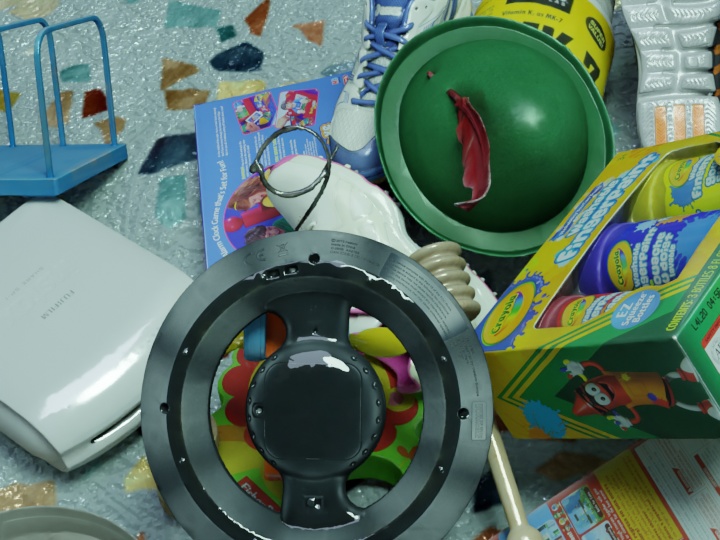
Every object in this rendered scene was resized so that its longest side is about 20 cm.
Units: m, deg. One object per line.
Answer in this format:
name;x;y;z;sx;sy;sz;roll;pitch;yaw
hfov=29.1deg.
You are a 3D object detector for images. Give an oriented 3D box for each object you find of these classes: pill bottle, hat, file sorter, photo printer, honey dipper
pill bottle;0.129;-0.147;1.046;0.114;0.115;0.201;6;51;18
hat;0.101;-0.108;0.848;0.164;0.176;0.201;-7;72;-10
file sorter;-0.306;-0.131;1.091;0.199;0.124;0.139;0;15;13
photo printer;-0.210;0.043;0.984;0.199;0.070;0.166;29;60;32
honey dipper;0.073;0.078;0.837;0.038;0.038;0.201;-17;68;-3

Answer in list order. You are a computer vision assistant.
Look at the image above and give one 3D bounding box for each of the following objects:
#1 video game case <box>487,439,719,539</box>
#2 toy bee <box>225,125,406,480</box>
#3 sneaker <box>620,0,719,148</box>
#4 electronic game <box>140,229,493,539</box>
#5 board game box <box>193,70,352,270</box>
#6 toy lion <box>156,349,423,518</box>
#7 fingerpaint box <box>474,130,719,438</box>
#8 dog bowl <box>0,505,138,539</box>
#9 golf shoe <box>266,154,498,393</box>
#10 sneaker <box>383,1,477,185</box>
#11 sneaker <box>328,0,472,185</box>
video game case;0.170;0.164;0.777;0.199;0.017;0.143;-35;47;10
toy bee;-0.030;0.023;0.850;0.130;0.109;0.201;22;95;-2
sneaker;0.229;-0.162;1.012;0.077;0.112;0.202;4;88;14
electronic game;-0.025;0.078;0.778;0.198;0.042;0.202;0;88;5
board game box;-0.053;-0.059;1.056;0.134;0.045;0.201;-12;48;2
toy lion;-0.025;0.112;0.894;0.191;0.069;0.200;-33;50;-26
fingerpaint box;0.176;0.002;0.793;0.166;0.074;0.200;-9;33;53
dog bowl;-0.200;0.239;0.815;0.199;0.059;0.201;-7;47;7
golf shoe;0.000;0.000;0.917;0.200;0.076;0.091;40;58;19
sneaker;0.058;-0.160;1.095;0.074;0.082;0.201;3;50;16
sneaker;0.018;-0.155;0.992;0.075;0.088;0.201;7;58;22
